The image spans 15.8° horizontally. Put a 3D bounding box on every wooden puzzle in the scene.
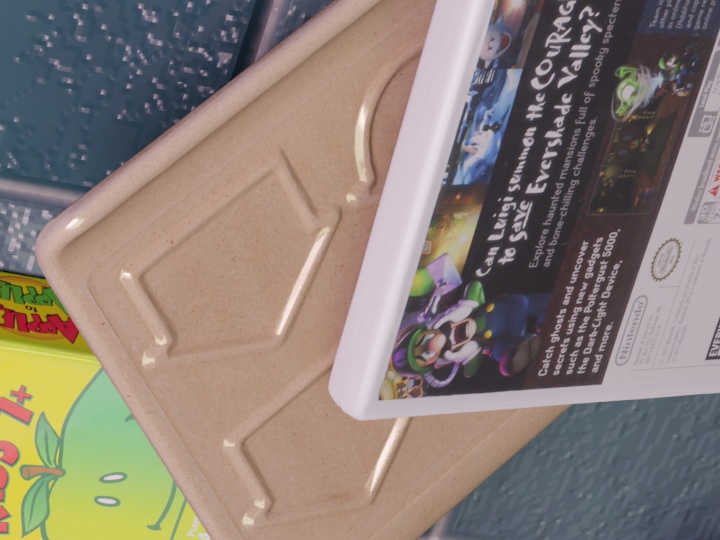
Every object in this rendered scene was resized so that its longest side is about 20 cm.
[{"bbox_3d":[0.000,0.000,0.854,0.185,0.046,0.200,-39,128,-16],"label":"wooden puzzle"}]

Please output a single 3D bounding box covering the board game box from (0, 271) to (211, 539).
[{"bbox_3d":[-0.137,0.052,0.885,0.200,0.048,0.102,10,121,-19],"label":"board game box"}]

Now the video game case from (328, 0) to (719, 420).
[{"bbox_3d":[0.090,-0.047,0.840,0.182,0.023,0.200,-2,119,-36],"label":"video game case"}]
